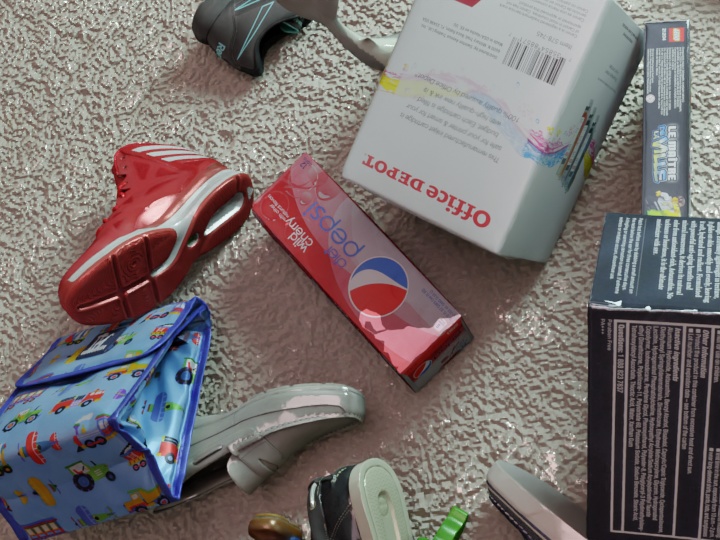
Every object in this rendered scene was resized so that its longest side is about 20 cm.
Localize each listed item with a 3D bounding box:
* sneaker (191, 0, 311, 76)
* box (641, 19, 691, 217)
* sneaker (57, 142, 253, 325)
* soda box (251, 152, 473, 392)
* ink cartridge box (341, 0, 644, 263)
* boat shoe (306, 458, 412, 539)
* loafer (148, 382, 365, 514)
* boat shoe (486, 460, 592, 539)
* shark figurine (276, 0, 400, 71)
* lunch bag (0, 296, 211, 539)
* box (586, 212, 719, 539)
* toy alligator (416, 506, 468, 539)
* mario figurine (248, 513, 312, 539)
[{"bbox_3d":[-0.059,-0.261,1.160,0.079,0.075,0.200,44,95,12],"label":"sneaker"},{"bbox_3d":[0.234,-0.074,0.987,0.034,0.110,0.203,0,71,15],"label":"box"},{"bbox_3d":[-0.194,-0.036,1.096,0.115,0.079,0.199,29,48,32],"label":"sneaker"},{"bbox_3d":[0.000,0.000,1.051,0.070,0.063,0.200,-43,67,-2],"label":"soda box"},{"bbox_3d":[0.105,-0.125,0.995,0.144,0.144,0.202,28,98,22],"label":"ink cartridge box"},{"bbox_3d":[0.005,0.239,0.913,0.067,0.072,0.203,-19,73,29],"label":"boat shoe"},{"bbox_3d":[-0.086,0.141,1.024,0.198,0.070,0.071,-20,61,18],"label":"loafer"},{"bbox_3d":[0.148,0.230,0.931,0.200,0.074,0.093,40,102,34],"label":"boat shoe"},{"bbox_3d":[0.025,-0.196,1.092,0.089,0.212,0.130,6,104,55],"label":"shark figurine"},{"bbox_3d":[-0.202,0.101,1.038,0.149,0.095,0.201,-19,31,22],"label":"lunch bag"},{"bbox_3d":[0.255,0.079,0.868,0.195,0.202,0.124,4,34,15],"label":"box"},{"bbox_3d":[0.026,0.265,0.958,0.059,0.054,0.202,25,80,22],"label":"toy alligator"},{"bbox_3d":[-0.059,0.278,0.945,0.123,0.105,0.203,-24,51,49],"label":"mario figurine"}]
